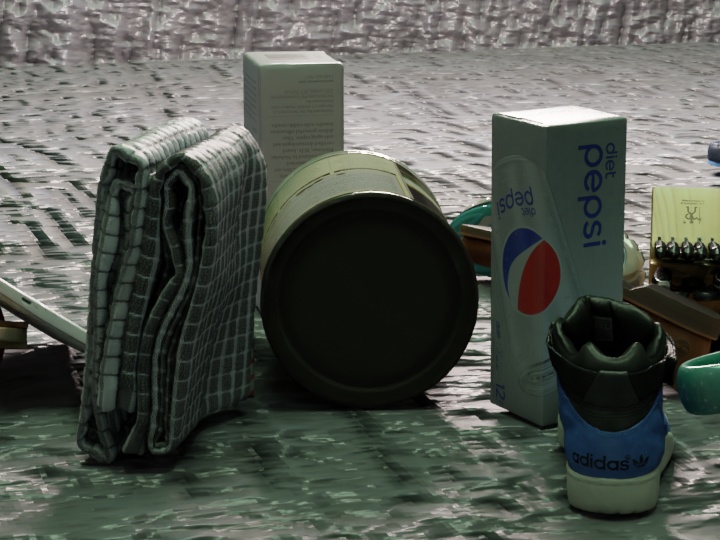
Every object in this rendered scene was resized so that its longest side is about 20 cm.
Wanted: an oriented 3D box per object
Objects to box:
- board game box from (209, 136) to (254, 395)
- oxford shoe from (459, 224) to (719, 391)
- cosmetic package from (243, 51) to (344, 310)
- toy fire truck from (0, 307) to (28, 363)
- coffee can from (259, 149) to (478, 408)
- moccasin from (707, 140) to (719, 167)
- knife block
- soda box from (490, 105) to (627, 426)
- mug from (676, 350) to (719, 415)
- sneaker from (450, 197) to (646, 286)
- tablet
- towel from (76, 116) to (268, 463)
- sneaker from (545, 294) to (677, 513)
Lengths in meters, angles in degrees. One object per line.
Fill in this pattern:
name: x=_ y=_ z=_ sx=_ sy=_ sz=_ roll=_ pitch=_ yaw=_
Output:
board game box: x=-0.108 y=-0.007 z=1.537 sx=0.046 sy=0.152 sz=0.200 roll=-2 pitch=12 yaw=-9
oxford shoe: x=0.149 y=0.024 z=1.483 sx=0.200 sy=0.071 sz=0.071 roll=27 pitch=10 yaw=21
cosmetic package: x=-0.054 y=-0.073 z=1.723 sx=0.071 sy=0.201 sz=0.101 roll=-2 pitch=12 yaw=-10
toy fire truck: x=-0.276 y=0.042 z=1.434 sx=0.141 sy=0.049 sz=0.200 roll=0 pitch=-3 yaw=21
coffee can: x=0.000 y=0.000 z=1.509 sx=0.146 sy=0.147 sz=0.200 roll=-1 pitch=12 yaw=-4
moccasin: x=0.485 y=-0.141 z=2.357 sx=0.199 sy=0.068 sz=0.080 roll=1 pitch=12 yaw=6
knife block: x=0.246 y=0.034 z=1.594 sx=0.064 sy=0.176 sz=0.200 roll=3 pitch=-33 yaw=7
soda box: x=0.129 y=-0.004 z=1.398 sx=0.068 sy=0.201 sz=0.063 roll=-7 pitch=15 yaw=-30
mug: x=0.298 y=0.042 z=1.271 sx=0.185 sy=0.152 sz=0.114 roll=23 pitch=11 yaw=10
sneaker: x=0.140 y=-0.014 z=1.763 sx=0.080 sy=0.078 sz=0.200 roll=-23 pitch=24 yaw=-40
tablet: x=-0.239 y=0.025 z=1.504 sx=0.130 sy=0.014 sz=0.200 roll=33 pitch=-8 yaw=-18
towel: x=-0.115 y=0.011 z=1.345 sx=0.085 sy=0.201 sz=0.166 roll=8 pitch=13 yaw=6
sneaker: x=0.153 y=0.065 z=1.288 sx=0.076 sy=0.112 sz=0.200 roll=2 pitch=12 yaw=9
